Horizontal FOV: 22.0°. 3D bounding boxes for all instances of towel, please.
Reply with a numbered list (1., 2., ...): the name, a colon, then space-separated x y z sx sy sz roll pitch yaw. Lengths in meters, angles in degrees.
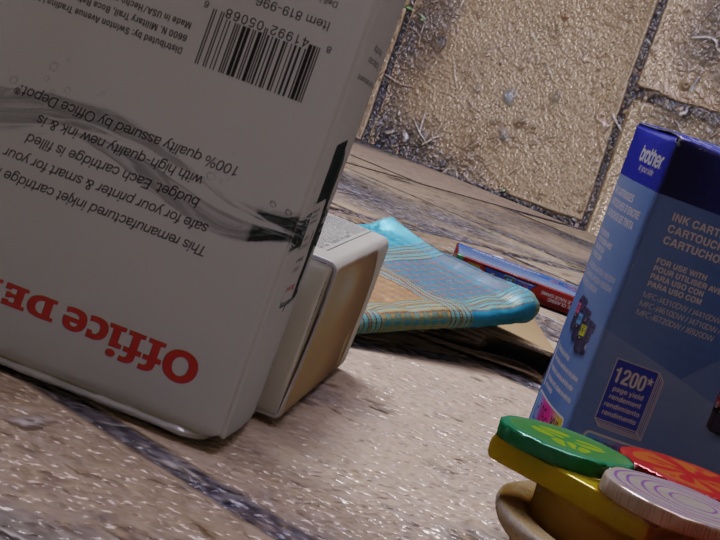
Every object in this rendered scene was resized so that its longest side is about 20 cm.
1. towel: 0.000 0.000 1.131 0.146 0.022 0.199 30 20 38

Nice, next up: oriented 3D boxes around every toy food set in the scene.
1. toy food set: 0.142 0.112 0.676 0.197 0.049 0.200 14 9 -43

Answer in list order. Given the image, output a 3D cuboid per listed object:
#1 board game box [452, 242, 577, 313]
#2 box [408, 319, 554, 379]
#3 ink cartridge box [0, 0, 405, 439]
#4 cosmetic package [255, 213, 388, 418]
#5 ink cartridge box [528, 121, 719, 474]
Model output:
1. board game box: 0.177 0.022 1.673 0.199 0.020 0.103 20 8 1
2. box: 0.045 0.021 1.250 0.162 0.021 0.200 20 6 -2
3. ink cartridge box: -0.079 -0.054 0.712 0.146 0.201 0.083 21 3 6
4. cosmetic package: -0.054 0.005 0.854 0.105 0.072 0.200 22 6 7
5. ink cartridge box: 0.170 0.020 0.849 0.136 0.201 0.076 19 7 -10
